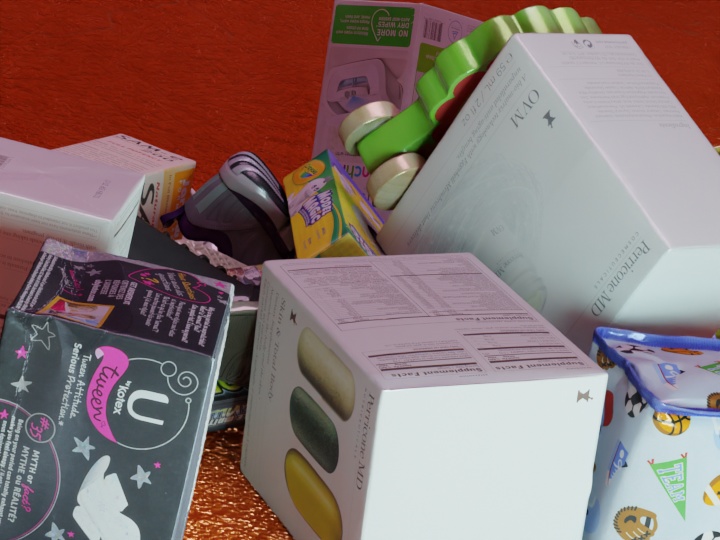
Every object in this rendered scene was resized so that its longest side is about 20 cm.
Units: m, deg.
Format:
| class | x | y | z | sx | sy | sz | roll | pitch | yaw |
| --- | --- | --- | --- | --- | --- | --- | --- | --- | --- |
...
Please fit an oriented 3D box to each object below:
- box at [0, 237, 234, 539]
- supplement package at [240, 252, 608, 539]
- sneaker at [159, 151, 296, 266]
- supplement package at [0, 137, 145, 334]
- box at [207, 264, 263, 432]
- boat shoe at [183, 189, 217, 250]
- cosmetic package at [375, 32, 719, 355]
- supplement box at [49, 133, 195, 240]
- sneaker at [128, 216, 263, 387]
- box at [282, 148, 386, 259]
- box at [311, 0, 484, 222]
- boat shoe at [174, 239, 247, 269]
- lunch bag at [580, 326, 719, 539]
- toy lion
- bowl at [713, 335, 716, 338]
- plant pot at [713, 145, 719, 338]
| class | x | y | z | sx | sy | sz | roll | pitch | yaw |
| --- | --- | --- | --- | --- | --- | --- | --- | --- | --- |
| box | -0.143 | 0.104 | 1.360 | 0.114 | 0.200 | 0.132 | 14 | 18 | -2 |
| supplement package | 0.034 | 0.096 | 1.574 | 0.150 | 0.152 | 0.200 | -2 | 23 | -23 |
| sneaker | -0.060 | 0.007 | 1.871 | 0.200 | 0.087 | 0.074 | 52 | 9 | -22 |
| supplement package | -0.209 | 0.036 | 1.521 | 0.109 | 0.201 | 0.114 | 14 | 17 | 1 |
| box | -0.110 | 0.055 | 1.703 | 0.200 | 0.035 | 0.110 | -9 | 54 | -37 |
| boat shoe | -0.121 | -0.026 | 1.962 | 0.074 | 0.086 | 0.202 | 6 | 18 | -21 |
| cosmetic package | 0.142 | -0.020 | 1.701 | 0.123 | 0.200 | 0.200 | -5 | 50 | -42 |
| supplement box | -0.207 | -0.017 | 1.809 | 0.073 | 0.126 | 0.200 | 20 | 19 | 24 |
| sneaker | -0.104 | 0.012 | 1.666 | 0.200 | 0.075 | 0.106 | 8 | 42 | -31 |
| box | 0.000 | 0.000 | 1.781 | 0.117 | 0.048 | 0.200 | 52 | 11 | -21 |
| box | 0.064 | -0.112 | 2.028 | 0.097 | 0.177 | 0.200 | 8 | 0 | 40 |
| boat shoe | -0.064 | 0.050 | 1.813 | 0.200 | 0.062 | 0.075 | 28 | 35 | -1 |
| lunch bag | 0.230 | 0.138 | 1.578 | 0.199 | 0.170 | 0.124 | 6 | 25 | -23 |
| toy lion | 0.097 | -0.107 | 1.785 | 0.200 | 0.191 | 0.069 | 30 | 29 | -59 |
| bowl | 0.169 | 0.058 | 1.828 | 0.200 | 0.039 | 0.201 | 11 | 50 | -14 |
| plant pot | 0.286 | 0.007 | 2.041 | 0.199 | 0.201 | 0.142 | 8 | -9 | -15 |
